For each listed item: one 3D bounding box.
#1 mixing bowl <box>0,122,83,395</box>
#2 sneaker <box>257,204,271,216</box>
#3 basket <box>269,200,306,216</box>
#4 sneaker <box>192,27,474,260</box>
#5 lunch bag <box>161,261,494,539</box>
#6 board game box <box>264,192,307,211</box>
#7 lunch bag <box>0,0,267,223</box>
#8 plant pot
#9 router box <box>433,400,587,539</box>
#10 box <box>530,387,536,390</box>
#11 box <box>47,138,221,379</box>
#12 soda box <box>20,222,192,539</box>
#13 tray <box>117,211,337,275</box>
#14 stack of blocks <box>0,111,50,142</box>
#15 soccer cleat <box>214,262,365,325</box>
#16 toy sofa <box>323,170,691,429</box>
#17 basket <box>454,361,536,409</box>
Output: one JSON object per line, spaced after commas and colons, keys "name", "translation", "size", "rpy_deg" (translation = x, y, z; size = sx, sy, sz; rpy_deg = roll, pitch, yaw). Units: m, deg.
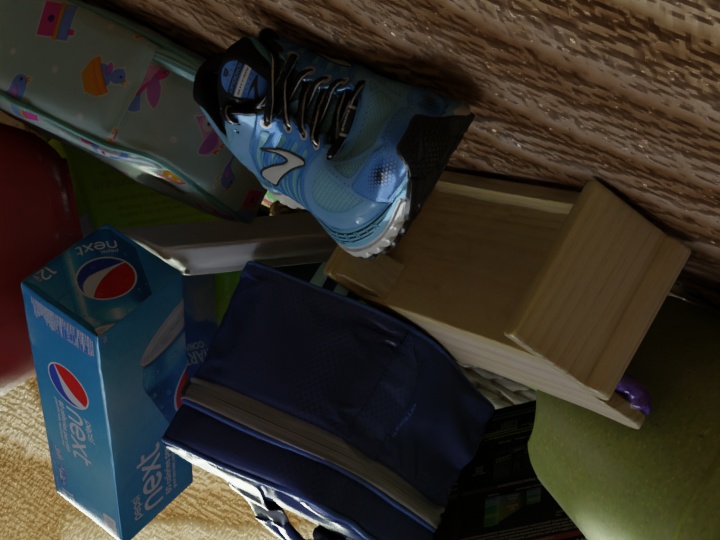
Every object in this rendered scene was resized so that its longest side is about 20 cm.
{"name": "mixing bowl", "translation": [-0.225, -0.013, 0.872], "size": [0.108, 0.200, 0.200], "rpy_deg": [-12, -178, -10]}
{"name": "sneaker", "translation": [-0.068, -0.025, 1.308], "size": [0.115, 0.076, 0.200], "rpy_deg": [36, 161, -27]}
{"name": "basket", "translation": [-0.031, 0.046, 1.071], "size": [0.149, 0.143, 0.200], "rpy_deg": [26, 174, -4]}
{"name": "sneaker", "translation": [-0.026, -0.064, 0.638], "size": [0.090, 0.078, 0.200], "rpy_deg": [34, 172, -26]}
{"name": "lunch bag", "translation": [-0.017, 0.099, 0.838], "size": [0.136, 0.132, 0.200], "rpy_deg": [21, 167, 30]}
{"name": "board game box", "translation": [-0.024, -0.046, 1.074], "size": [0.200, 0.030, 0.096], "rpy_deg": [25, 174, -1]}
{"name": "lunch bag", "translation": [-0.147, -0.103, 0.851], "size": [0.200, 0.077, 0.160], "rpy_deg": [26, 178, 22]}
{"name": "plant pot", "translation": [0.187, 0.105, 0.714], "size": [0.200, 0.200, 0.184], "rpy_deg": [32, -175, -37]}
{"name": "router box", "translation": [0.078, 0.164, 0.925], "size": [0.200, 0.150, 0.062], "rpy_deg": [-16, 121, 19]}
{"name": "box", "translation": [0.207, 0.087, 0.969], "size": [0.200, 0.036, 0.144], "rpy_deg": [27, 161, -6]}
{"name": "box", "translation": [-0.134, -0.003, 0.978], "size": [0.122, 0.200, 0.048], "rpy_deg": [-13, 170, -43]}
{"name": "soda box", "translation": [-0.148, 0.073, 0.854], "size": [0.064, 0.068, 0.200], "rpy_deg": [32, 141, 24]}
{"name": "tray", "translation": [-0.041, -0.019, 0.870], "size": [0.200, 0.022, 0.107], "rpy_deg": [-6, -171, -24]}
{"name": "stack of blocks", "translation": [-0.235, -0.048, 1.025], "size": [0.115, 0.059, 0.200], "rpy_deg": [40, -150, -74]}
{"name": "soccer cleat", "translation": [0.000, 0.000, 0.948], "size": [0.200, 0.081, 0.068], "rpy_deg": [-9, 161, -9]}
{"name": "toy sofa", "translation": [0.076, 0.004, 0.717], "size": [0.098, 0.083, 0.200], "rpy_deg": [34, 172, -27]}
{"name": "basket", "translation": [0.134, 0.097, 1.103], "size": [0.200, 0.123, 0.136], "rpy_deg": [27, 175, -1]}
